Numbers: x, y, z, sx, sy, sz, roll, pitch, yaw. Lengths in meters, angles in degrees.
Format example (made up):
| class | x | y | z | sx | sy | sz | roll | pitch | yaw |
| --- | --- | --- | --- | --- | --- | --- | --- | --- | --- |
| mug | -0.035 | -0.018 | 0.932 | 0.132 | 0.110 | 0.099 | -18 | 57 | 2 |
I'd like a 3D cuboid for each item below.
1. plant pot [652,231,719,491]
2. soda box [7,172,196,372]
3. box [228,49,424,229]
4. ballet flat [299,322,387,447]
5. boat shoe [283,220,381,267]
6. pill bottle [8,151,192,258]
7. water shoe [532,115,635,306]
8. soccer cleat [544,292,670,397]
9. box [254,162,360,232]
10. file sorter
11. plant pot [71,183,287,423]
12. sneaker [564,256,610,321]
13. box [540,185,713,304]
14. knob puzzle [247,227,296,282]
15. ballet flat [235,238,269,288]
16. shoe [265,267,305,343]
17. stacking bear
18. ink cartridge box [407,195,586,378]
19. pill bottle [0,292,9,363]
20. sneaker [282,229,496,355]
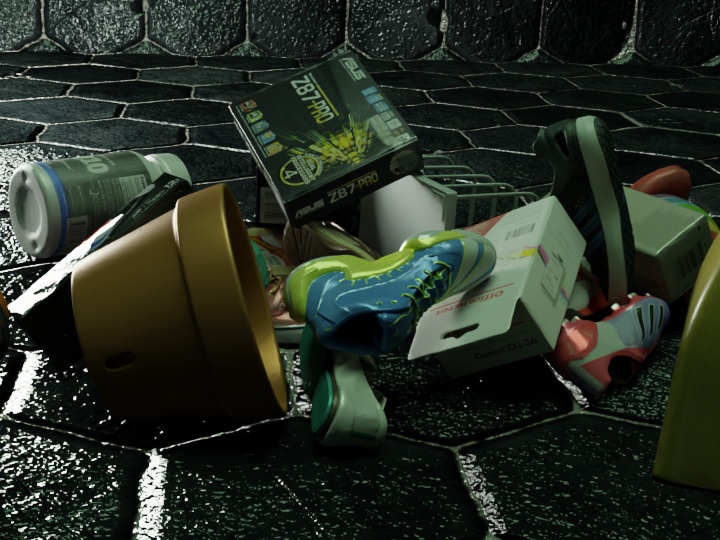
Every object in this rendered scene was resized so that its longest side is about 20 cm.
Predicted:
| class | x | y | z | sx | sy | sz | roll | pitch | yaw |
| --- | --- | --- | --- | --- | --- | --- | --- | --- | --- |
| plant pot | 0.353 | 0.055 | 1.017 | 0.194 | 0.200 | 0.195 | 7 | 17 | 16 |
| soda box | -0.227 | -0.002 | 1.168 | 0.200 | 0.071 | 0.063 | -42 | 25 | -14 |
| box | -0.041 | -0.150 | 1.395 | 0.161 | 0.049 | 0.200 | -24 | 45 | -7 |
| ballet flat | -0.013 | 0.098 | 1.085 | 0.069 | 0.070 | 0.200 | 0 | 22 | -7 |
| boat shoe | 0.000 | 0.000 | 1.330 | 0.072 | 0.072 | 0.200 | -7 | 30 | -40 |
| pill bottle | -0.311 | -0.084 | 1.519 | 0.200 | 0.114 | 0.114 | -12 | 23 | -39 |
| water shoe | 0.222 | -0.057 | 1.247 | 0.079 | 0.200 | 0.072 | -6 | 21 | 23 |
| soccer cleat | 0.249 | 0.073 | 1.201 | 0.200 | 0.067 | 0.076 | -10 | 52 | -50 |
| box | -0.058 | -0.128 | 1.580 | 0.124 | 0.149 | 0.200 | 3 | 6 | 4 |
| file sorter | 0.096 | -0.046 | 1.409 | 0.124 | 0.139 | 0.200 | -4 | 19 | -26 |
| plant pot | -0.152 | 0.042 | 1.049 | 0.140 | 0.200 | 0.200 | -16 | 18 | 0 |
| sneaker | 0.195 | 0.009 | 1.277 | 0.067 | 0.108 | 0.201 | -37 | -10 | 31 |
| box | 0.283 | -0.039 | 1.361 | 0.082 | 0.068 | 0.200 | -35 | 33 | -16 |
| knob puzzle | -0.097 | -0.010 | 1.447 | 0.219 | 0.031 | 0.220 | 2 | 17 | 0 |
| ballet flat | -0.170 | 0.040 | 1.192 | 0.200 | 0.070 | 0.067 | -29 | 25 | 16 |
| shoe | -0.103 | 0.019 | 1.254 | 0.200 | 0.091 | 0.071 | 0 | 18 | -7 |
| stacking bear | 0.367 | -0.017 | 1.411 | 0.114 | 0.122 | 0.200 | -19 | 30 | -7 |
| ink cartridge box | 0.129 | 0.027 | 1.169 | 0.116 | 0.068 | 0.200 | -20 | 27 | 35 |
| pill bottle | -0.360 | 0.066 | 1.051 | 0.106 | 0.106 | 0.200 | 3 | 17 | 4 |
| sneaker | 0.038 | 0.028 | 1.085 | 0.200 | 0.076 | 0.105 | -14 | 40 | -14 |
